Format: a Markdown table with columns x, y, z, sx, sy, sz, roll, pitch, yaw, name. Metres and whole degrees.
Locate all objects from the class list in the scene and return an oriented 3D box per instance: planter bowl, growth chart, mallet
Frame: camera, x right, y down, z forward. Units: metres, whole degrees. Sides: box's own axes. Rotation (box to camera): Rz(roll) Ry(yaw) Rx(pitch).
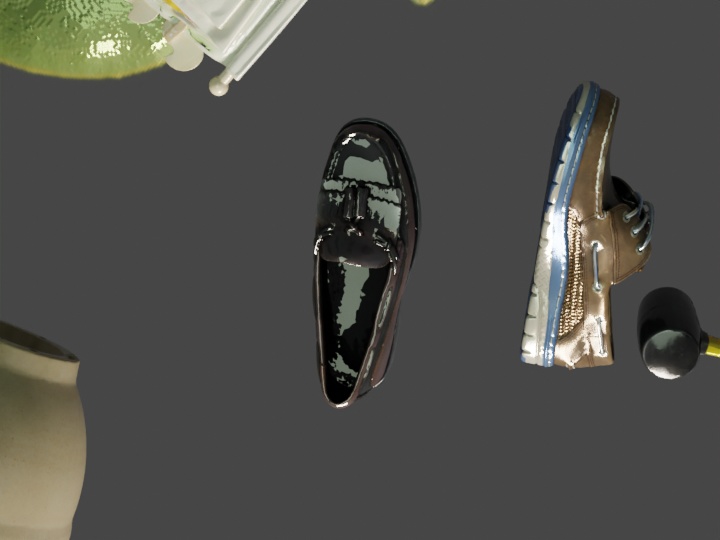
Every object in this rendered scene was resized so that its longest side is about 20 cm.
| x | y | z | sx | sy | sz | roll | pitch | yaw | name |
| --- | --- | --- | --- | --- | --- | --- | --- | --- | --- |
| -0.283 | 0.105 | 1.039 | 0.198 | 0.200 | 0.136 | 23 | 89 | 6 | planter bowl |
| -0.116 | -0.226 | 0.935 | 0.144 | 0.018 | 0.201 | -35 | 99 | 26 | growth chart |
| 0.275 | 0.057 | 0.934 | 0.198 | 0.066 | 0.042 | 12 | 117 | -6 | mallet |

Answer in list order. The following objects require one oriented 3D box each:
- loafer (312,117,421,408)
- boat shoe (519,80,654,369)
| x | y | z | sx | sy | sz | roll | pitch | yaw | name |
| --- | --- | --- | --- | --- | --- | --- | --- | --- | --- |
| 0.000 | 0.000 | 0.969 | 0.071 | 0.063 | 0.202 | 8 | 114 | 12 | loafer |
| 0.152 | -0.026 | 0.917 | 0.071 | 0.072 | 0.202 | 9 | 124 | 7 | boat shoe |
